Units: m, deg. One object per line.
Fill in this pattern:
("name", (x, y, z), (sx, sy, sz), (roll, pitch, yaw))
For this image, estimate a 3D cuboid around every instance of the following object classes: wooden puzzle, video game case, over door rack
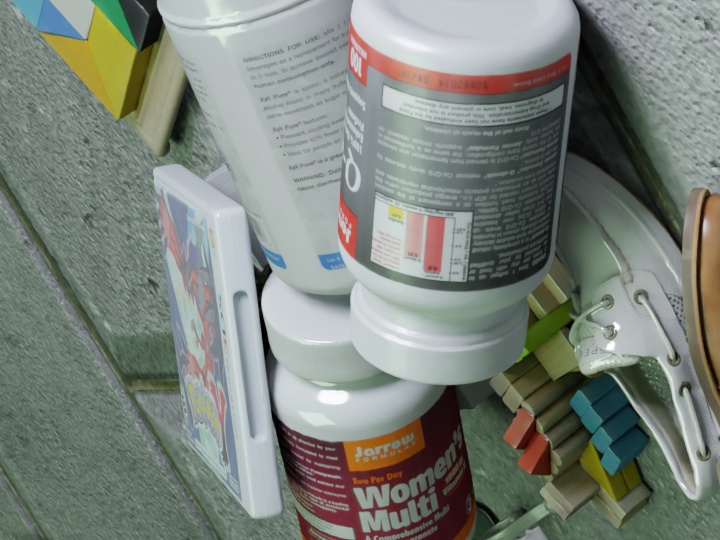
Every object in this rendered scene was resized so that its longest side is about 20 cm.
("wooden puzzle", (-0.180, -0.181, 1.812), (0.185, 0.037, 0.200), (48, 156, 14))
("video game case", (-0.088, 0.038, 1.655), (0.200, 0.023, 0.183), (-146, 48, -73))
("over door rack", (0.140, 0.213, 1.689), (0.148, 0.067, 0.200), (54, 177, 1))

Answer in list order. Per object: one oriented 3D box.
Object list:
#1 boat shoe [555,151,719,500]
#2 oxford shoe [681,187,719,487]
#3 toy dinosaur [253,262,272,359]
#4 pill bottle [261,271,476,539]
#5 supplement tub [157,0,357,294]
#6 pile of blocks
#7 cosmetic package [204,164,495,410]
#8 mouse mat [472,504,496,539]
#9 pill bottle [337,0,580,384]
("boat shoe", (0.144, 0.031, 1.457), (0.200, 0.069, 0.071), (55, 159, 1))
("oxford shoe", (0.207, 0.047, 1.391), (0.071, 0.071, 0.200), (-9, 113, 23))
("toy dinosaur", (-0.050, 0.041, 1.721), (0.200, 0.077, 0.103), (142, 120, -77))
("pill bottle", (0.003, 0.084, 1.618), (0.110, 0.110, 0.200), (33, 148, 39))
("supplement tub", (-0.022, -0.100, 1.513), (0.132, 0.132, 0.200), (21, 139, 51))
("pile of blocks", (0.111, 0.074, 1.585), (0.082, 0.062, 0.200), (9, 131, 58))
("cosmetic package", (0.000, 0.000, 1.704), (0.200, 0.052, 0.151), (56, 158, -6))
("mouse mat", (0.080, 0.230, 1.919), (0.161, 0.008, 0.200), (13, 134, 56))
("pill bottle", (0.047, -0.049, 1.413), (0.116, 0.116, 0.200), (33, 131, 39))
